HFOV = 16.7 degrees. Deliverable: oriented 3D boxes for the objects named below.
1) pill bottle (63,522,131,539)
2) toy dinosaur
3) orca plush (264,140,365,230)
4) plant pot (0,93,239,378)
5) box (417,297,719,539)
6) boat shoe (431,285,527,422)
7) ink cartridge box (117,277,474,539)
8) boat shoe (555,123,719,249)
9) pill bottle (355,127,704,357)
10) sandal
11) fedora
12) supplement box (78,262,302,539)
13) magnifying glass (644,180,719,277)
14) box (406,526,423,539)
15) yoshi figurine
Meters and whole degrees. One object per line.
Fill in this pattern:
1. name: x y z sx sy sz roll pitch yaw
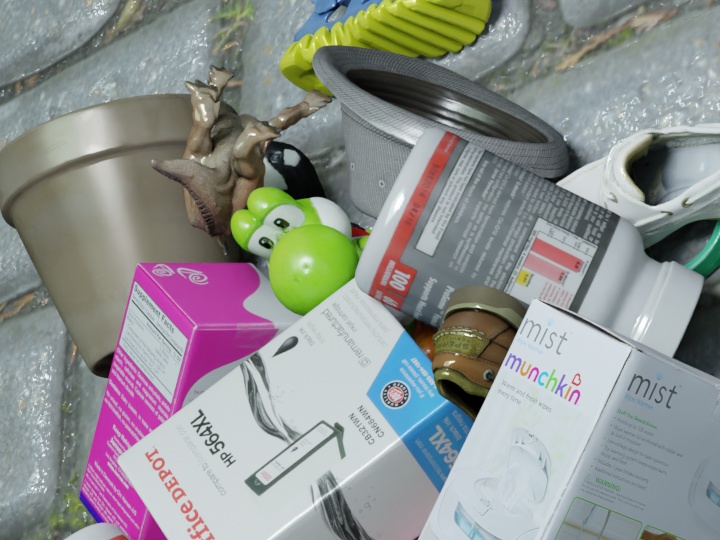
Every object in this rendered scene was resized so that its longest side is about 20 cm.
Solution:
1. pill bottle: -0.147 0.277 1.686 0.200 0.112 0.113 44 108 14
2. toy dinosaur: -0.094 -0.061 1.691 0.200 0.085 0.136 -51 -16 -67
3. orca plush: -0.026 -0.013 1.794 0.071 0.105 0.201 -18 51 4
4. plant pot: -0.169 -0.018 1.876 0.199 0.199 0.175 -27 70 36
5. box: 0.156 0.135 1.431 0.097 0.199 0.177 27 93 49
6. boat shoe: 0.110 0.095 1.494 0.072 0.200 0.068 -16 42 46
7. ink cartridge box: -0.034 0.122 1.550 0.200 0.084 0.146 -37 43 -4
8. boat shoe: 0.184 -0.060 1.563 0.199 0.069 0.071 -18 61 41
9. pill bottle: 0.107 0.002 1.537 0.116 0.199 0.116 -63 -4 -7
10. sandal: 0.018 -0.198 1.829 0.199 0.079 0.088 -13 59 41
11. fedora: 0.047 -0.077 1.680 0.200 0.176 0.091 33 112 42
12. supplement box: -0.120 0.104 1.769 0.103 0.101 0.201 44 125 47
13. magnifying glass: 0.171 0.005 1.611 0.200 0.022 0.080 -45 45 24
14. box: 0.045 0.168 1.593 0.102 0.095 0.200 -37 43 -3
15. yoshi figurine: 0.000 0.013 1.648 0.112 0.199 0.113 0 69 52
